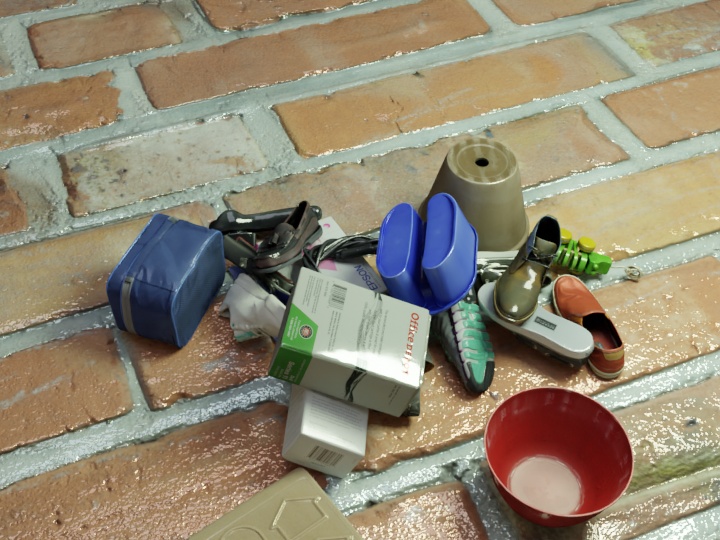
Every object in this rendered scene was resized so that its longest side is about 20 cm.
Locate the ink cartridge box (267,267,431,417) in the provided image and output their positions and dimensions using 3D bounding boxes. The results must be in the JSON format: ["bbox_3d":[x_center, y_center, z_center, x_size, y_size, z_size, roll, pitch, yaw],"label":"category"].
[{"bbox_3d":[-0.013,0.101,1.363,0.199,0.083,0.147,19,47,-6],"label":"ink cartridge box"}]

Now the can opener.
[{"bbox_3d":[-0.162,-0.080,1.668,0.199,0.079,0.063,-13,4,-9],"label":"can opener"}]

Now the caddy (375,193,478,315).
[{"bbox_3d":[0.104,-0.020,1.482,0.141,0.105,0.201,-12,44,22],"label":"caddy"}]

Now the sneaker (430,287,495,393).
[{"bbox_3d":[0.147,0.104,1.516,0.074,0.087,0.201,17,54,-42],"label":"sneaker"}]

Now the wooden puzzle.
[{"bbox_3d":[-0.096,0.371,1.258,0.185,0.046,0.200,-29,50,-26],"label":"wooden puzzle"}]

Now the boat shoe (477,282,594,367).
[{"bbox_3d":[0.269,0.089,1.518,0.199,0.066,0.070,26,56,23],"label":"boat shoe"}]

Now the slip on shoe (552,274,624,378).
[{"bbox_3d":[0.362,0.076,1.539,0.074,0.061,0.201,-10,47,-10],"label":"slip on shoe"}]

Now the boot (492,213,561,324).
[{"bbox_3d":[0.255,-0.005,1.490,0.074,0.097,0.200,21,38,9],"label":"boot"}]

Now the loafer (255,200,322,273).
[{"bbox_3d":[-0.119,-0.055,1.540,0.071,0.063,0.200,-7,18,22],"label":"loafer"}]

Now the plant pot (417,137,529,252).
[{"bbox_3d":[0.193,-0.118,1.637,0.199,0.174,0.201,1,47,-1],"label":"plant pot"}]

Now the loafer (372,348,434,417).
[{"bbox_3d":[0.076,0.135,1.472,0.072,0.073,0.201,19,57,2],"label":"loafer"}]

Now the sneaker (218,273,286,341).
[{"bbox_3d":[-0.154,0.078,1.491,0.089,0.075,0.200,-49,35,-7],"label":"sneaker"}]

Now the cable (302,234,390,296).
[{"bbox_3d":[0.000,0.000,1.547,0.199,0.051,0.163,28,53,19],"label":"cable"}]

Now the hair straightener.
[{"bbox_3d":[-0.164,0.005,1.545,0.200,0.041,0.077,41,19,31],"label":"hair straightener"}]

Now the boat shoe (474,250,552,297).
[{"bbox_3d":[0.215,0.011,1.585,0.199,0.071,0.064,-9,44,-13],"label":"boat shoe"}]

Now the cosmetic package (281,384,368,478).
[{"bbox_3d":[-0.044,0.182,1.395,0.101,0.074,0.201,23,43,-16],"label":"cosmetic package"}]

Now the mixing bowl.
[{"bbox_3d":[0.258,0.269,1.321,0.199,0.109,0.201,2,47,-2],"label":"mixing bowl"}]

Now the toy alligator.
[{"bbox_3d":[0.372,-0.016,1.620,0.199,0.060,0.054,21,38,6],"label":"toy alligator"}]

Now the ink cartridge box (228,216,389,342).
[{"bbox_3d":[-0.086,0.013,1.593,0.199,0.043,0.197,-22,52,-23],"label":"ink cartridge box"}]

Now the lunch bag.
[{"bbox_3d":[-0.303,0.006,1.524,0.132,0.136,0.200,16,48,12],"label":"lunch bag"}]
